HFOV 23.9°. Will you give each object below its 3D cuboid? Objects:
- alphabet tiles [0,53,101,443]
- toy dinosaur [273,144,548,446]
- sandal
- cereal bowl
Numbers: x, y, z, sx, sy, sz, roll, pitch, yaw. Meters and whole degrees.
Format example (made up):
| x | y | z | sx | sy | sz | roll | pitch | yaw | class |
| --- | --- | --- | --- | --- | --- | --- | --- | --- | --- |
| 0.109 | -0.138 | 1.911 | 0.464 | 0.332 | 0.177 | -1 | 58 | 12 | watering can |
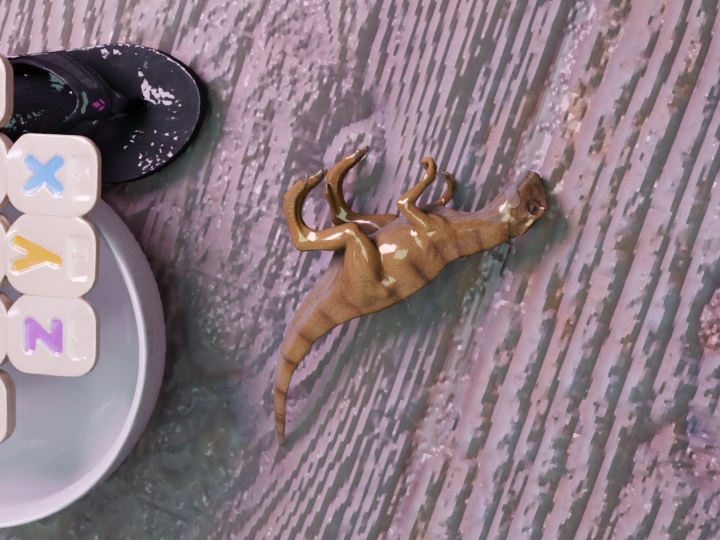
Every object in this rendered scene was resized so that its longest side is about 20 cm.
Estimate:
| x | y | z | sx | sy | sz | roll | pitch | yaw | class |
| --- | --- | --- | --- | --- | --- | --- | --- | --- | --- |
| -0.221 | -0.012 | 0.863 | 0.194 | 0.015 | 0.201 | 3 | 97 | 15 | alphabet tiles |
| 0.000 | 0.000 | 0.867 | 0.200 | 0.060 | 0.106 | -34 | 88 | 16 | toy dinosaur |
| -0.181 | -0.087 | 0.912 | 0.199 | 0.048 | 0.076 | 5 | 97 | 15 | sandal |
| -0.192 | 0.034 | 0.910 | 0.199 | 0.083 | 0.201 | 1 | 95 | 15 | cereal bowl |
